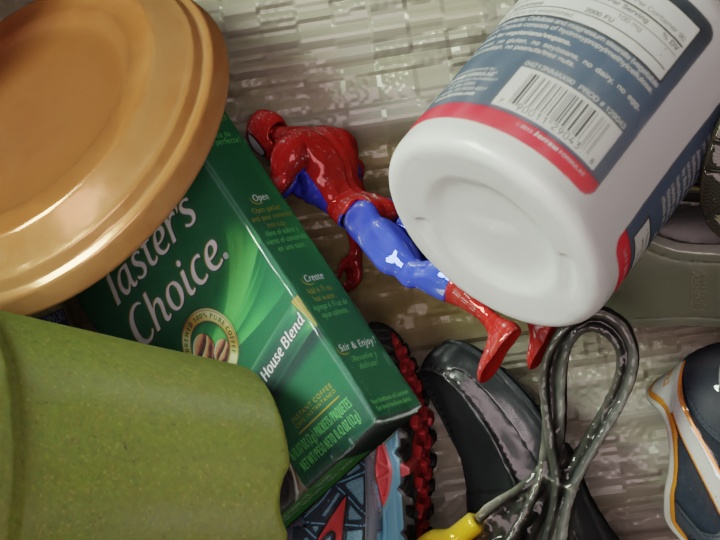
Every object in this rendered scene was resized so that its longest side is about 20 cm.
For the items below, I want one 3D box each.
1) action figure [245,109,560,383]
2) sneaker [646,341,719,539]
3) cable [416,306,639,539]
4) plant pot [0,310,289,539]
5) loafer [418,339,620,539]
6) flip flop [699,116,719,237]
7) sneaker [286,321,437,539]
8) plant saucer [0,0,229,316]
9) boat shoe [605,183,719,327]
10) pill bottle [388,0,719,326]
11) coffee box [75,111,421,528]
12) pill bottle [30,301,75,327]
[{"bbox_3d":[0.000,0.000,1.179,0.200,0.065,0.099,44,120,26],"label":"action figure"},{"bbox_3d":[0.207,0.130,1.170,0.079,0.078,0.201,-19,92,43],"label":"sneaker"},{"bbox_3d":[0.086,0.117,1.130,0.097,0.050,0.201,35,108,8],"label":"cable"},{"bbox_3d":[-0.139,0.103,1.071,0.183,0.200,0.202,6,99,-29],"label":"plant pot"},{"bbox_3d":[0.084,0.129,1.187,0.070,0.068,0.201,-33,95,-16],"label":"loafer"},{"bbox_3d":[0.221,-0.096,1.086,0.081,0.058,0.201,22,81,9],"label":"flip flop"},{"bbox_3d":[-0.012,0.126,1.200,0.095,0.079,0.201,2,97,9],"label":"sneaker"},{"bbox_3d":[-0.156,-0.067,1.147,0.200,0.201,0.037,-34,133,10],"label":"plant saucer"},{"bbox_3d":[0.153,-0.012,1.174,0.200,0.061,0.072,10,135,9],"label":"boat shoe"},{"bbox_3d":[0.114,-0.082,1.102,0.119,0.120,0.200,39,62,1],"label":"pill bottle"},{"bbox_3d":[-0.069,0.024,1.167,0.123,0.044,0.201,-43,73,34],"label":"coffee box"},{"bbox_3d":[-0.177,0.107,1.202,0.110,0.111,0.201,-19,94,9],"label":"pill bottle"}]
